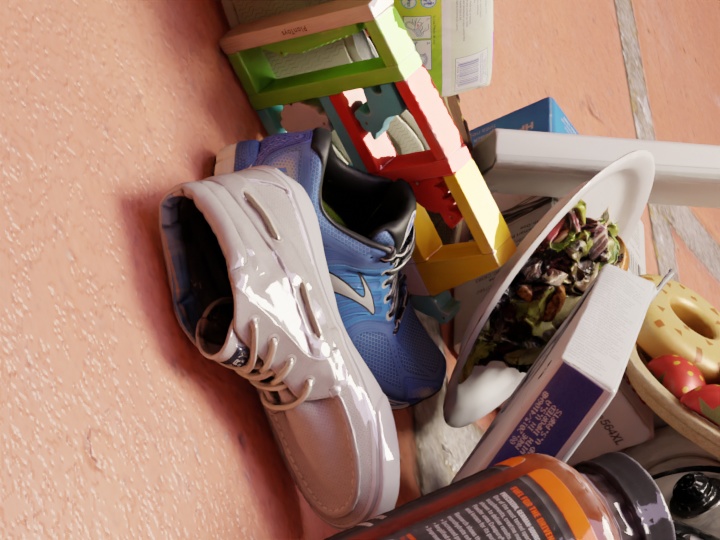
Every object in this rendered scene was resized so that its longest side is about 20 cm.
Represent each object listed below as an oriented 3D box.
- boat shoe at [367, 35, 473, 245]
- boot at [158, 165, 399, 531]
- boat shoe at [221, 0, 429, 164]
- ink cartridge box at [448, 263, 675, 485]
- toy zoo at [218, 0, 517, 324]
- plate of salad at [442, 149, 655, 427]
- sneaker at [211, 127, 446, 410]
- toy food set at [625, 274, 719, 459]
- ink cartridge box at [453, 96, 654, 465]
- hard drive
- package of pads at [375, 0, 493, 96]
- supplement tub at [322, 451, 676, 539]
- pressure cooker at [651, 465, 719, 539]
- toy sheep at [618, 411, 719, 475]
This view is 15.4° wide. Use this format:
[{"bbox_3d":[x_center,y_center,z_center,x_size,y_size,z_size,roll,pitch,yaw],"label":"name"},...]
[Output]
[{"bbox_3d":[0.043,-0.066,1.671,0.068,0.072,0.201,43,31,-45],"label":"boat shoe"},{"bbox_3d":[-0.050,0.046,1.378,0.095,0.073,0.201,-10,78,-55],"label":"boot"},{"bbox_3d":[-0.029,-0.129,1.581,0.201,0.072,0.068,57,0,-21],"label":"boat shoe"},{"bbox_3d":[0.094,0.093,1.502,0.040,0.200,0.200,35,24,2],"label":"ink cartridge box"},{"bbox_3d":[0.010,-0.058,1.515,0.020,0.131,0.201,-42,112,-37],"label":"toy zoo"},{"bbox_3d":[0.119,0.017,1.573,0.048,0.201,0.200,38,15,17],"label":"plate of salad"},{"bbox_3d":[0.000,0.000,1.486,0.200,0.089,0.079,53,28,-35],"label":"sneaker"},{"bbox_3d":[0.258,0.080,1.728,0.197,0.049,0.200,23,19,-13],"label":"toy food set"},{"bbox_3d":[0.129,0.009,1.790,0.146,0.084,0.201,51,29,-37],"label":"ink cartridge box"},{"bbox_3d":[0.171,-0.062,1.674,0.132,0.198,0.026,145,-52,-81],"label":"hard drive"},{"bbox_3d":[0.027,-0.217,1.536,0.201,0.068,0.155,-109,-168,-47],"label":"package of pads"},{"bbox_3d":[0.061,0.158,1.338,0.199,0.107,0.108,-21,91,-25],"label":"supplement tub"},{"bbox_3d":[0.208,0.221,1.672,0.201,0.175,0.179,57,22,-30],"label":"pressure cooker"},{"bbox_3d":[0.212,0.124,1.833,0.138,0.137,0.201,51,13,-38],"label":"toy sheep"}]
